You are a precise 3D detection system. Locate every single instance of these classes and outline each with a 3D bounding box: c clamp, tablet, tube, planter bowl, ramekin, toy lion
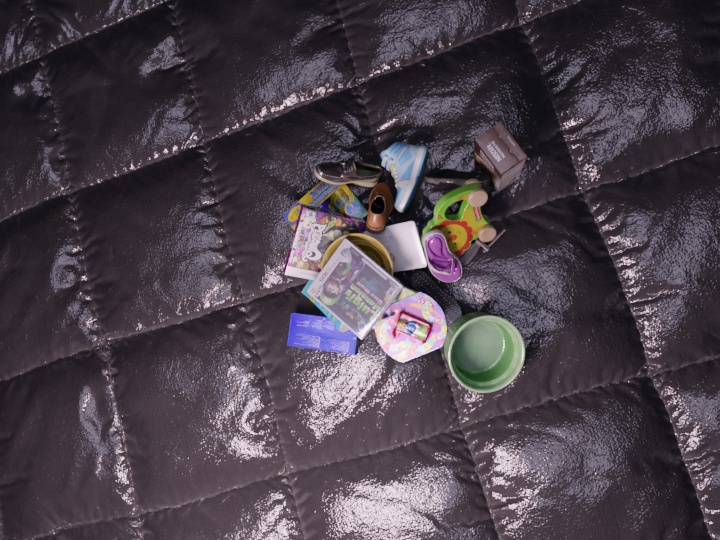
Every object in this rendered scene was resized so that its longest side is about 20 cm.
[{"bbox_3d":[0.270,-0.103,1.491,0.200,0.027,0.171,38,98,11],"label":"c clamp"},{"bbox_3d":[0.079,-0.056,1.470,0.199,0.014,0.131,-10,104,35],"label":"tablet"},{"bbox_3d":[-0.092,0.090,1.509,0.078,0.050,0.200,-52,55,9],"label":"tube"},{"bbox_3d":[0.000,0.000,1.445,0.199,0.083,0.202,1,94,16],"label":"planter bowl"},{"bbox_3d":[0.312,0.203,1.388,0.198,0.098,0.202,-1,98,-5],"label":"ramekin"},{"bbox_3d":[0.246,-0.118,1.400,0.191,0.201,0.069,-22,42,6],"label":"toy lion"}]

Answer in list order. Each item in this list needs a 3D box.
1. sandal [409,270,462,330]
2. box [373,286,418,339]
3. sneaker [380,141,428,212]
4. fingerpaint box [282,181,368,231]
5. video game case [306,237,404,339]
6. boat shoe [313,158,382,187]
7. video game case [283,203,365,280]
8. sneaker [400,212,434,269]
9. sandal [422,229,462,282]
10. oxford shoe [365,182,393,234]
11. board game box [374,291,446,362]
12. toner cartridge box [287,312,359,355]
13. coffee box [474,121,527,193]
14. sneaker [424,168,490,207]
[{"bbox_3d":[0.212,0.082,1.479,0.075,0.045,0.200,-38,65,0],"label":"sandal"},{"bbox_3d":[0.044,0.085,1.498,0.199,0.036,0.145,25,100,12],"label":"box"},{"bbox_3d":[0.103,-0.269,1.511,0.130,0.080,0.201,19,79,10],"label":"sneaker"},{"bbox_3d":[-0.093,-0.156,1.540,0.200,0.073,0.167,-39,79,5],"label":"fingerpaint box"},{"bbox_3d":[-0.016,0.048,1.397,0.200,0.023,0.182,40,103,10],"label":"video game case"},{"bbox_3d":[-0.030,-0.279,1.492,0.200,0.066,0.072,3,58,-28],"label":"boat shoe"},{"bbox_3d":[-0.100,-0.066,1.474,0.180,0.036,0.201,12,110,-20],"label":"video game case"},{"bbox_3d":[0.134,-0.107,1.481,0.108,0.070,0.200,42,107,13],"label":"sneaker"},{"bbox_3d":[0.214,-0.023,1.414,0.082,0.203,0.050,-26,42,13],"label":"sandal"},{"bbox_3d":[0.056,-0.189,1.470,0.071,0.072,0.201,7,43,2],"label":"oxford shoe"},{"bbox_3d":[0.130,0.157,1.438,0.199,0.039,0.159,-25,87,17],"label":"board game box"},{"bbox_3d":[-0.103,0.179,1.527,0.199,0.043,0.096,7,88,12],"label":"toner cartridge box"},{"bbox_3d":[0.359,-0.289,1.397,0.080,0.200,0.113,-34,79,6],"label":"coffee box"},{"bbox_3d":[0.264,-0.215,1.472,0.199,0.076,0.115,15,130,35],"label":"sneaker"}]
